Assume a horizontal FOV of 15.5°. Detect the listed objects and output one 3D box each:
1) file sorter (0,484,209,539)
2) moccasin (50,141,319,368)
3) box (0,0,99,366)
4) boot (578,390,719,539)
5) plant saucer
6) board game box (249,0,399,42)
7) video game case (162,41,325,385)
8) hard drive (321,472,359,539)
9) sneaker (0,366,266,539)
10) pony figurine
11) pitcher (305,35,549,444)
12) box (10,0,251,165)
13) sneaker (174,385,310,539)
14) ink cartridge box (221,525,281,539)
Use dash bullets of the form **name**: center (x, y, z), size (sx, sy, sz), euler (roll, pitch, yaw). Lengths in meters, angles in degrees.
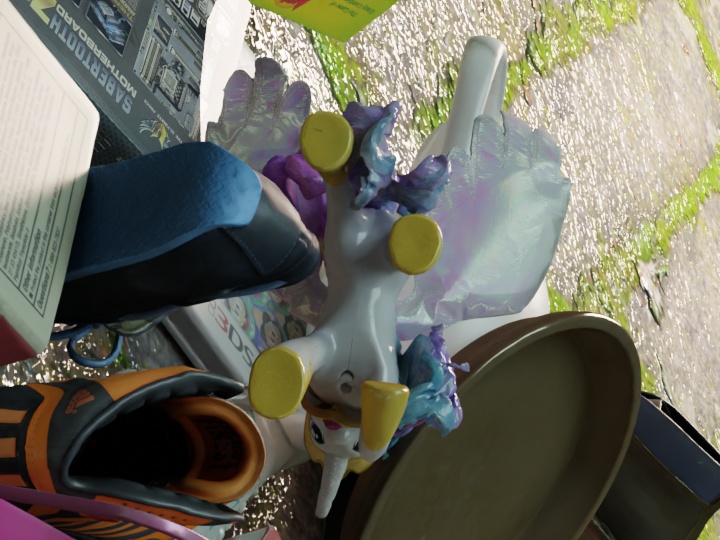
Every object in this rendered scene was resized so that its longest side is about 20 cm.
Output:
- **file sorter**: center (-0.106, 0.182, 0.889), size (0.139, 0.125, 0.201), euler (39, 63, -52)
- **moccasin**: center (-0.097, 0.001, 1.036), size (0.068, 0.200, 0.081), euler (34, 68, -34)
- **box**: center (-0.198, -0.062, 0.955), size (0.200, 0.109, 0.128), euler (53, 32, -38)
- **boot**: center (0.124, 0.079, 1.480), size (0.200, 0.097, 0.075), euler (52, 12, 8)
- **plant saucer**: center (0.059, 0.101, 1.282), size (0.029, 0.200, 0.200), euler (36, 4, 32)
- **board game box**: center (-0.059, -0.192, 1.401), size (0.102, 0.048, 0.200), euler (61, 19, 19)
- **video game case**: center (-0.070, -0.037, 1.333), size (0.182, 0.024, 0.200), euler (56, 28, -35)
- **hard drive**: center (0.029, 0.145, 1.410), size (0.140, 0.038, 0.200), euler (53, 29, -37)
- **sneaker**: center (-0.073, 0.076, 1.022), size (0.200, 0.112, 0.078), euler (1, 87, -60)
- **pony figurine**: center (0.000, 0.000, 1.125), size (0.200, 0.166, 0.194), euler (84, 16, -77)
- **pitcher**: center (0.042, -0.008, 1.350), size (0.200, 0.121, 0.172), euler (-67, 160, -50)
- **box**: center (-0.135, -0.131, 1.191), size (0.200, 0.051, 0.158), euler (48, 33, -30)
- **sneaker**: center (-0.083, 0.093, 1.170), size (0.200, 0.070, 0.081), euler (-1, 80, -58)
- **ink cartridge box**: center (-0.039, 0.229, 1.159), size (0.200, 0.067, 0.117), euler (65, 24, -17)
